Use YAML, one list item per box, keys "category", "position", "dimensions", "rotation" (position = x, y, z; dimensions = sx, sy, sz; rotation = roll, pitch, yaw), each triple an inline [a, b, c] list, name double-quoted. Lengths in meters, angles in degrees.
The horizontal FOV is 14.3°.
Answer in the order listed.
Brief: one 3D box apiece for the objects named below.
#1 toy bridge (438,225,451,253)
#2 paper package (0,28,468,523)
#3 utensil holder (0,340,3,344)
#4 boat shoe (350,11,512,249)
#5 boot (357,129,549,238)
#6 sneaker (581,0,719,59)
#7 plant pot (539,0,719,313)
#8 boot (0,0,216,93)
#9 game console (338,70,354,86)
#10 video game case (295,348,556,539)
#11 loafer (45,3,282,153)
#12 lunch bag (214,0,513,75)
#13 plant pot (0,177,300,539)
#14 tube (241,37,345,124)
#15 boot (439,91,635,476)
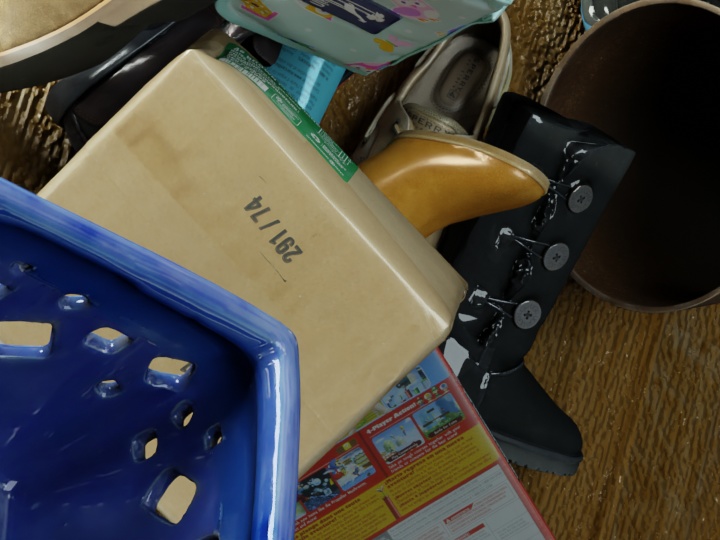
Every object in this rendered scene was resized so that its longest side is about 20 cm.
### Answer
- category: "toy bridge"
  position: [0.011, 0.030, 1.672]
  dimensions: [0.067, 0.027, 0.200]
  rotation: [51, 62, -26]
- category: "paper package"
  position: [-0.075, 0.010, 1.475]
  dimensions: [0.191, 0.103, 0.200]
  rotation: [-43, 95, 10]
- category: "utensil holder"
  position: [-0.215, 0.115, 1.408]
  dimensions: [0.200, 0.170, 0.170]
  rotation: [51, 60, -22]
- category: "boat shoe"
  position: [0.031, -0.071, 1.654]
  dimensions: [0.071, 0.065, 0.201]
  rotation: [23, 62, 5]
- category: "boot"
  position: [-0.001, 0.000, 1.563]
  dimensions: [0.071, 0.200, 0.145]
  rotation: [45, 56, -49]
- category: "sneaker"
  position: [0.219, -0.196, 1.807]
  dimensions: [0.200, 0.082, 0.074]
  rotation: [-36, 111, -31]
- category: "plant pot"
  position: [0.237, -0.064, 1.774]
  dimensions: [0.199, 0.186, 0.188]
  rotation: [4, 86, -51]
- category: "boot"
  position: [-0.152, -0.143, 1.462]
  dimensions: [0.073, 0.199, 0.076]
  rotation: [-13, 80, -58]
- category: "game console"
  position: [-0.037, -0.195, 1.647]
  dimensions: [0.200, 0.031, 0.177]
  rotation: [-42, 107, -32]
- category: "video game case"
  position: [0.011, 0.125, 1.626]
  dimensions: [0.142, 0.017, 0.201]
  rotation: [-30, 111, 4]
- category: "loafer"
  position: [-0.073, -0.120, 1.542]
  dimensions: [0.199, 0.072, 0.063]
  rotation: [-34, 79, -1]
- category: "lunch bag"
  position: [-0.013, -0.195, 1.429]
  dimensions: [0.122, 0.170, 0.201]
  rotation: [-36, 97, -28]
- category: "plant pot"
  position: [-0.157, 0.104, 1.216]
  dimensions: [0.199, 0.179, 0.201]
  rotation: [28, 49, -36]
- category: "tube"
  position: [-0.046, -0.102, 1.582]
  dimensions: [0.077, 0.050, 0.201]
  rotation: [27, 69, 6]
- category: "boot"
  position: [0.107, 0.011, 1.680]
  dimensions: [0.164, 0.065, 0.201]
  rotation: [18, 94, -47]
